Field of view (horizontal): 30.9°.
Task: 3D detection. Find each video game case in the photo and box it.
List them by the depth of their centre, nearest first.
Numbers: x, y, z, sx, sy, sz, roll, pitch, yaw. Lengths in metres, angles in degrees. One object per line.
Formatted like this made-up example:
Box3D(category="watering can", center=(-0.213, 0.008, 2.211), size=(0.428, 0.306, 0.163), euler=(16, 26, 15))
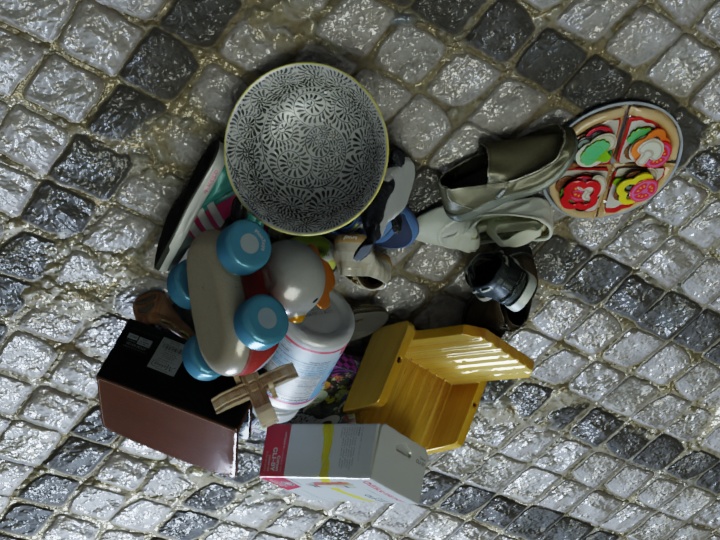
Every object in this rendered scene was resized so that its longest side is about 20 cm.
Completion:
Box3D(category="video game case", center=(-0.052, 0.193, 1.931), size=(0.199, 0.036, 0.181), euler=(21, 128, -43))

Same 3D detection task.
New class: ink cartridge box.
Box3D(category="ink cartridge box", center=(-0.024, 0.279, 1.885), size=(0.198, 0.084, 0.145), euler=(-5, 154, 34))

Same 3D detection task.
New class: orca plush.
Box3D(category="orca plush", center=(0.012, -0.084, 1.612), size=(0.070, 0.201, 0.106), euler=(4, 135, 15))

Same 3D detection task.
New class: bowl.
Box3D(category="bowl", center=(-0.057, -0.144, 1.563), size=(0.199, 0.203, 0.094), euler=(-25, 179, 10))

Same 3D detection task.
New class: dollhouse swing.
Box3D(category="dollhouse swing", center=(0.122, 0.178, 1.871), size=(0.199, 0.175, 0.184), euler=(33, 74, -42))

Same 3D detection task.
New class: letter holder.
Box3D(category="letter holder", center=(-0.235, 0.173, 1.722), size=(0.198, 0.101, 0.143), euler=(20, 142, 8))

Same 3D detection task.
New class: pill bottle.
Box3D(category="pill bottle", center=(-0.089, 0.115, 1.746), size=(0.107, 0.110, 0.201), euler=(7, 139, -21))

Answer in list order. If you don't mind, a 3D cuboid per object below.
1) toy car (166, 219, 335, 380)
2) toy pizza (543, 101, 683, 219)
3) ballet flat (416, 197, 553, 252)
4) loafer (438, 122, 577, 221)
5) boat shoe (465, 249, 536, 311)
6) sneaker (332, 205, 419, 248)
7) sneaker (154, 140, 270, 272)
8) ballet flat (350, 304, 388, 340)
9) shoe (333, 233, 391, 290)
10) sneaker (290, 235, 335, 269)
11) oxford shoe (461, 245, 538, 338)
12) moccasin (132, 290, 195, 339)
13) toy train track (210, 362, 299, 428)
Box3D(category="toy car", center=(-0.105, 0.031, 1.598), size=(0.198, 0.179, 0.184), euler=(-7, 166, -33))
Box3D(category="toy pizza", center=(0.339, -0.139, 1.741), size=(0.197, 0.032, 0.202), euler=(-8, 135, -8))
Box3D(category="ballet flat", center=(0.168, -0.057, 1.752), size=(0.197, 0.070, 0.070), euler=(-7, 135, -8))
Box3D(category="loafer", center=(0.186, -0.132, 1.676), size=(0.199, 0.076, 0.070), euler=(-30, 138, 14))
Box3D(category="boat shoe", center=(0.176, 0.002, 1.747), size=(0.060, 0.200, 0.076), euler=(33, 85, -15))
Box3D(category="sneaker", center=(0.000, -0.068, 1.684), size=(0.199, 0.083, 0.074), euler=(26, 121, -35))
Box3D(category="sneaker", center=(-0.174, -0.062, 1.648), size=(0.120, 0.084, 0.201), euler=(23, 123, -20))
Box3D(category="ballet flat", center=(-0.059, 0.076, 1.841), size=(0.197, 0.047, 0.068), euler=(-14, 141, -8))
Box3D(category="shoe", center=(0.000, 0.000, 1.717), size=(0.069, 0.054, 0.200), euler=(-5, 167, 11))
Box3D(category="sneaker", center=(-0.127, 0.018, 1.739), size=(0.197, 0.076, 0.106), euler=(-8, 136, -8))
Box3D(category="oxford shoe", center=(0.197, 0.062, 1.863), size=(0.072, 0.085, 0.201), euler=(2, 134, -19))
Box3D(category="moccasin", center=(-0.249, 0.115, 1.797), size=(0.073, 0.078, 0.203), euler=(-17, 135, 3))
Box3D(category="toy train track", center=(-0.152, 0.109, 1.656), size=(0.114, 0.201, 0.033), euler=(-24, 146, -7))
